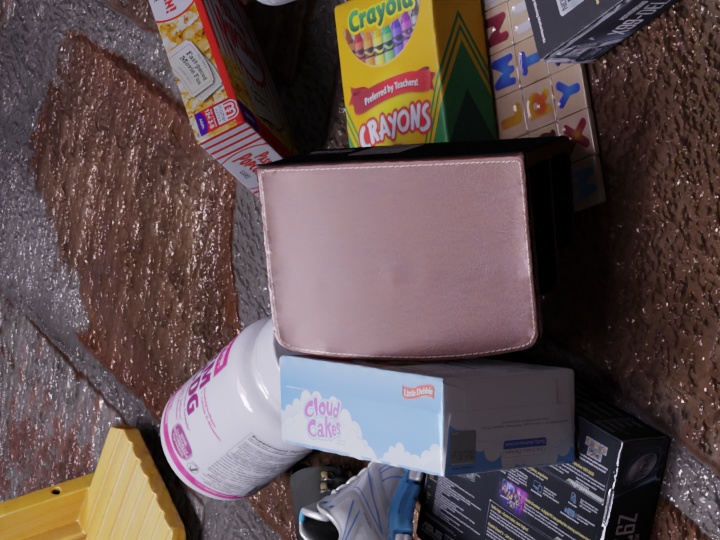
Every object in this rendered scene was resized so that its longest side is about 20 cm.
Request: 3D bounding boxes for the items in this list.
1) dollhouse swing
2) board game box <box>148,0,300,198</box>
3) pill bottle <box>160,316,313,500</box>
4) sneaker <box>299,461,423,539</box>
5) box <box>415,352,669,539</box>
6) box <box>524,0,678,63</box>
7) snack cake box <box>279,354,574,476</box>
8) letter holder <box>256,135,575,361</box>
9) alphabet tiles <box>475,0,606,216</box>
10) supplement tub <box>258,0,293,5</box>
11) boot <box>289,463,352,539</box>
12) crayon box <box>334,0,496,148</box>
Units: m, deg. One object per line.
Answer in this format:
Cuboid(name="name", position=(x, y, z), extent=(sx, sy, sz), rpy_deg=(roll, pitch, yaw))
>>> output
Cuboid(name="dollhouse swing", position=(-0.277, 0.275, 1.879), extent=(0.176, 0.181, 0.200), rpy_deg=(97, 150, -49))
Cuboid(name="board game box", position=(-0.116, -0.168, 1.634), extent=(0.046, 0.151, 0.200), rpy_deg=(-26, 65, 10))
Cuboid(name="pill bottle", position=(-0.076, 0.106, 1.613), extent=(0.200, 0.113, 0.114), rpy_deg=(-41, 59, 49))
Cuboid(name="sneaker", position=(0.000, 0.179, 1.470), extent=(0.200, 0.086, 0.075), rpy_deg=(-76, 0, -59))
Cuboid(name="box", position=(0.123, 0.156, 1.391), extent=(0.200, 0.043, 0.161), rpy_deg=(29, 115, 51))
Cuboid(name="box", position=(0.161, -0.262, 1.311), extent=(0.158, 0.050, 0.200), rpy_deg=(-33, 64, 51))
Cuboid(name="snack cake box", position=(0.043, 0.096, 1.365), extent=(0.200, 0.115, 0.067), rpy_deg=(4, 96, 56))
Cuboid(name="letter holder", position=(0.043, -0.015, 1.370), extent=(0.200, 0.101, 0.143), rpy_deg=(-2, 99, 24))
Cuboid(name="alphabet tiles", position=(0.109, -0.129, 1.431), extent=(0.167, 0.008, 0.201), rpy_deg=(-20, 75, 54))
Cuboid(name="supplement tub", position=(-0.002, -0.280, 1.435), extent=(0.200, 0.122, 0.123), rpy_deg=(-17, 76, 26))
Cuboid(name="boot", position=(-0.006, 0.213, 1.560), extent=(0.200, 0.077, 0.139), rpy_deg=(-20, 71, 53))
Cuboid(name="crayon box", position=(0.040, -0.149, 1.479), extent=(0.127, 0.051, 0.201), rpy_deg=(-16, 78, 54))
